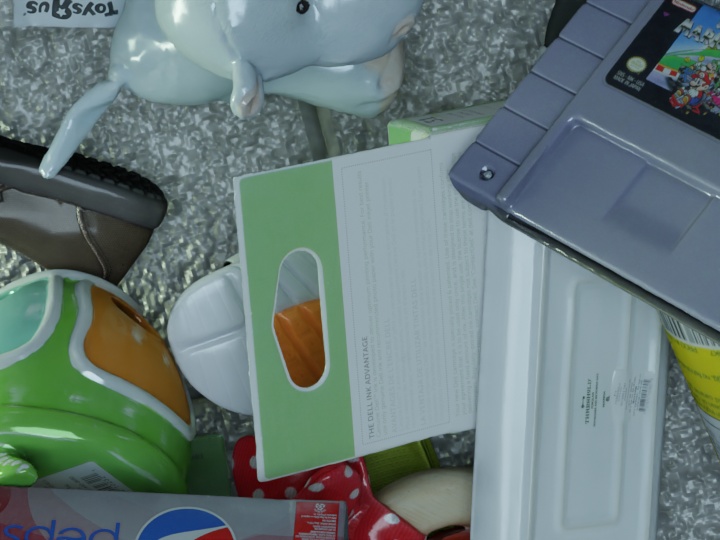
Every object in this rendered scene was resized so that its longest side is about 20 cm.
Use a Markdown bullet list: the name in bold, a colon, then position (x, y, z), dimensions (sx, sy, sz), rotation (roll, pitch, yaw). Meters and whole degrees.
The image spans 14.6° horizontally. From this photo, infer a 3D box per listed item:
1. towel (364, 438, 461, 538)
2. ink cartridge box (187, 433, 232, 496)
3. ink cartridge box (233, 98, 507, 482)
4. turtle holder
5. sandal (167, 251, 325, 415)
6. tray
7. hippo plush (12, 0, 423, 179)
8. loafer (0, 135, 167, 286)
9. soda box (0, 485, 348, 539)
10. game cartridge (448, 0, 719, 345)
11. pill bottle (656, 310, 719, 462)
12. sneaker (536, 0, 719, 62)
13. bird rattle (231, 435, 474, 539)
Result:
- **towel**: position (0.020, 0.167, 1.383), dimensions (0.086, 0.018, 0.201), rotation (-19, 97, 5)
- **ink cartridge box**: position (-0.102, 0.189, 1.370), dimensions (0.103, 0.059, 0.201), rotation (-8, 98, 5)
- **ink cartridge box**: position (0.028, 0.004, 1.285), dimensions (0.199, 0.048, 0.146), rotation (-12, 107, -24)
- **turtle holder**: position (-0.156, 0.083, 1.321), dimensions (0.140, 0.132, 0.186), rotation (18, 144, -19)
- **sandal**: position (0.003, 0.008, 1.343), dimensions (0.206, 0.059, 0.080), rotation (-20, 108, -16)
- **tray**: position (0.104, 0.060, 1.300), dimensions (0.107, 0.022, 0.201), rotation (-4, 102, -31)
- **hippo plush**: position (-0.053, -0.142, 1.246), dimensions (0.199, 0.161, 0.160), rotation (-10, 88, -11)
- **loafer**: position (-0.195, -0.034, 1.332), dimensions (0.199, 0.073, 0.071), rotation (17, 98, 0)
- **soda box**: position (-0.105, 0.139, 1.225), dimensions (0.199, 0.070, 0.064), rotation (3, 54, 2)
- **game cartridge**: position (0.148, -0.046, 1.204), dimensions (0.200, 0.038, 0.130), rotation (31, 81, 36)
- **pill bottle**: position (0.206, 0.041, 1.283), dimensions (0.114, 0.114, 0.201), rotation (-23, 118, 6)
- **sneaker**: position (0.186, -0.126, 1.300), dimensions (0.199, 0.071, 0.100), rotation (9, 104, 5)
- **bird rattle**: position (0.024, 0.156, 1.339), dimensions (0.162, 0.113, 0.201), rotation (-16, 95, -13)
